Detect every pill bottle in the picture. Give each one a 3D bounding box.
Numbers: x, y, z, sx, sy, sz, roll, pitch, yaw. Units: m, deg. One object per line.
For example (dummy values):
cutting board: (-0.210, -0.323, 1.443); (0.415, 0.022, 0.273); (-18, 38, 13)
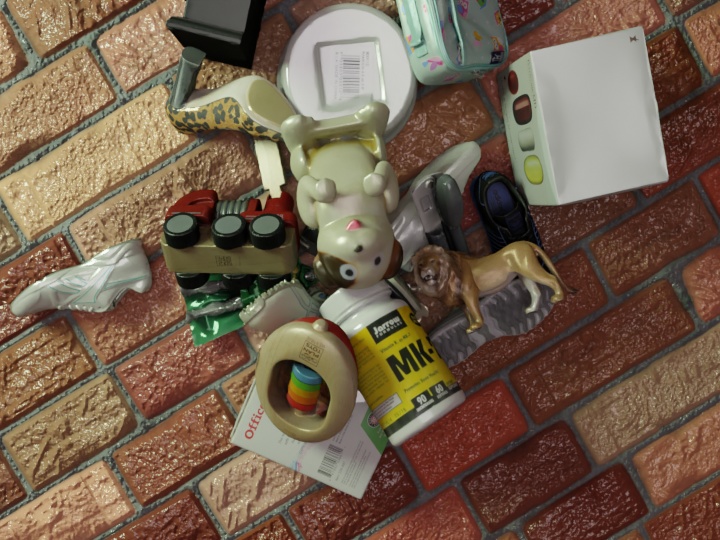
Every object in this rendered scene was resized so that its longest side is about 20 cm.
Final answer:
pill bottle: (0.037, 0.110, 1.120); (0.114, 0.114, 0.201); (-33, 79, 0)

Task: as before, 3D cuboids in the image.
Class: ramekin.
ramekin: (-0.016, -0.258, 1.175); (0.197, 0.098, 0.204); (0, 94, -3)

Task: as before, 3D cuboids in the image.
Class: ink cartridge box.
ink cartridge box: (-0.061, 0.197, 1.199); (0.198, 0.088, 0.147); (24, 97, -7)

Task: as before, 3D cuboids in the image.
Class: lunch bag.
lunch bag: (0.114, -0.343, 1.143); (0.076, 0.159, 0.203); (-14, 93, 41)

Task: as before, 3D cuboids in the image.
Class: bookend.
bookend: (-0.167, -0.376, 1.106); (0.091, 0.200, 0.202); (12, 95, -4)

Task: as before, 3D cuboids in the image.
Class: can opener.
can opener: (0.117, -0.045, 1.172); (0.052, 0.067, 0.201); (-31, 133, -10)

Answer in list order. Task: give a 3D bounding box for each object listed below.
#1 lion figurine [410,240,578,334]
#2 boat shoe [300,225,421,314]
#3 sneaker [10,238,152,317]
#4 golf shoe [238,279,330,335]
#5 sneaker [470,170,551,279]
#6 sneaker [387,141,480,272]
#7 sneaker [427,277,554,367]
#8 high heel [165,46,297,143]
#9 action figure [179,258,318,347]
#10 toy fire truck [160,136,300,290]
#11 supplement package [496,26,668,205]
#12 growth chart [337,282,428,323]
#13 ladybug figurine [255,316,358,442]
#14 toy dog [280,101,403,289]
lion figurine: (0.171, 0.005, 1.135); (0.197, 0.073, 0.124); (-17, 81, 0)
boat shoe: (0.000, 0.000, 1.210); (0.199, 0.072, 0.068); (40, 98, 2)
sneaker: (-0.378, 0.028, 1.192); (0.198, 0.070, 0.081); (-23, 98, -2)
golf shoe: (-0.077, 0.071, 1.142); (0.078, 0.199, 0.098); (-40, 70, 19)
sneaker: (0.213, -0.045, 1.213); (0.070, 0.078, 0.202); (-30, 95, -2)
sneaker: (0.107, -0.087, 1.217); (0.088, 0.075, 0.200); (40, 97, -18)
sneaker: (0.172, 0.058, 1.209); (0.198, 0.082, 0.076); (-25, 106, -1)
high heel: (-0.164, -0.194, 1.161); (0.198, 0.143, 0.072); (33, 53, -1)
action figure: (-0.148, 0.025, 1.214); (0.197, 0.055, 0.120); (-14, 92, -6)
toy fire truck: (-0.165, -0.088, 1.181); (0.173, 0.202, 0.130); (1, 132, 7)
supplement package: (0.281, -0.192, 1.145); (0.145, 0.200, 0.194); (-12, 95, -2)
growth chart: (0.020, 0.112, 1.245); (0.142, 0.018, 0.203); (8, 94, -4)
ladybug figurine: (-0.060, 0.128, 1.080); (0.134, 0.072, 0.202); (28, 132, 9)
toy dog: (-0.021, -0.074, 1.084); (0.137, 0.195, 0.203); (-5, 62, -14)
